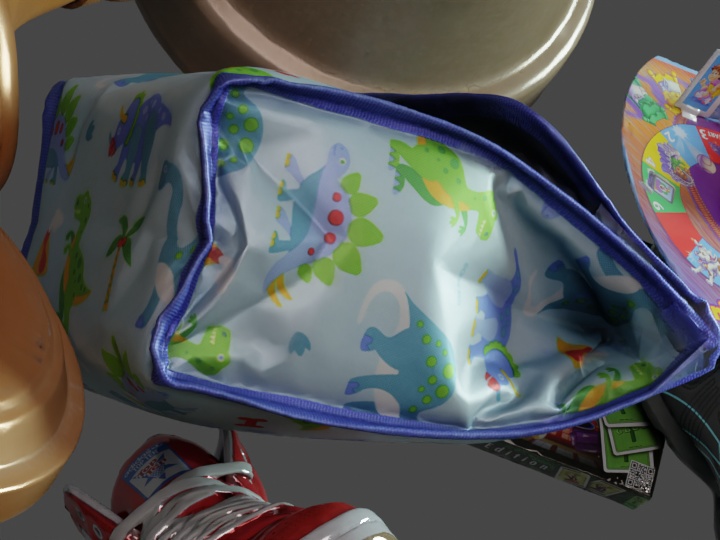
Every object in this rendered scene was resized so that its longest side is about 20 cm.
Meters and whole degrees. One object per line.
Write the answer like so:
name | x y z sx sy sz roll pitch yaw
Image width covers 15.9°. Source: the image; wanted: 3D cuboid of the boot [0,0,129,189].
boot | -0.112 -0.102 0.856 0.155 0.077 0.201 11 51 -52

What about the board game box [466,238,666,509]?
board game box | 0.033 0.010 1.007 0.199 0.023 0.105 21 65 -11

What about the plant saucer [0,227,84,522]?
plant saucer | -0.166 -0.004 0.766 0.200 0.032 0.201 32 22 -15

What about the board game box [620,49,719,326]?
board game box | 0.194 -0.019 1.013 0.199 0.039 0.159 17 44 -30

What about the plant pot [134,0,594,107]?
plant pot | 0.025 -0.166 0.968 0.199 0.175 0.201 11 61 -19

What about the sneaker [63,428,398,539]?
sneaker | -0.045 0.089 0.857 0.071 0.200 0.113 -24 73 -20

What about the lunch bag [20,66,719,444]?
lunch bag | 0.000 0.000 0.878 0.199 0.170 0.128 15 87 -24

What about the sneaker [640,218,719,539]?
sneaker | 0.165 0.073 0.986 0.075 0.079 0.201 -11 83 -35
